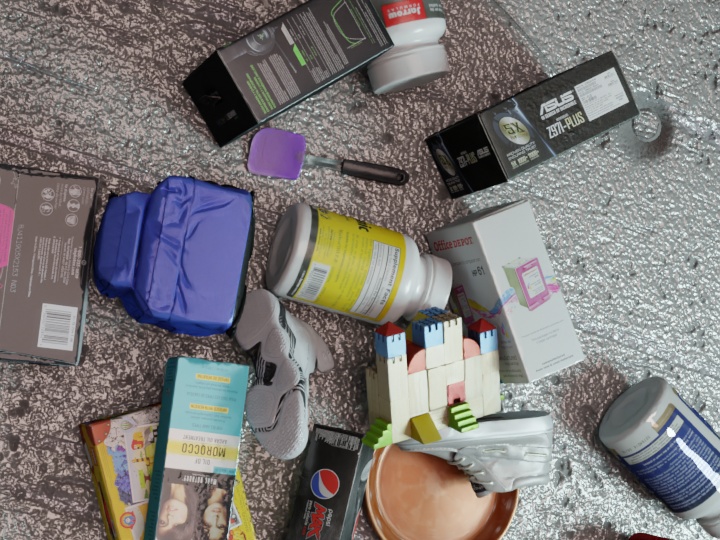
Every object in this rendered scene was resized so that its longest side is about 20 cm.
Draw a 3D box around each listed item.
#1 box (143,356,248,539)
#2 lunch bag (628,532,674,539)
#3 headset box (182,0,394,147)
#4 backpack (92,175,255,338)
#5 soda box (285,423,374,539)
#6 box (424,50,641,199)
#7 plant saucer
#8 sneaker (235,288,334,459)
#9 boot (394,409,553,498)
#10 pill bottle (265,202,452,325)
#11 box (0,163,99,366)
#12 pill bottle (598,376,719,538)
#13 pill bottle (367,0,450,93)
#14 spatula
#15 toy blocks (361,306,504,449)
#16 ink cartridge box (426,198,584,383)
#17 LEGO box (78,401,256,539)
[{"bbox_3d":[-0.174,0.196,1.505,0.082,0.049,0.201,9,81,-20],"label":"box"},{"bbox_3d":[0.415,0.403,1.714,0.200,0.176,0.082,38,74,-13],"label":"lunch bag"},{"bbox_3d":[-0.090,-0.228,1.590,0.200,0.174,0.093,-33,97,-18],"label":"headset box"},{"bbox_3d":[-0.200,-0.019,1.520,0.167,0.200,0.163,15,82,-8],"label":"backpack"},{"bbox_3d":[-0.040,0.280,1.608,0.063,0.071,0.201,12,80,16],"label":"soda box"},{"bbox_3d":[0.204,-0.173,1.696,0.199,0.164,0.086,-27,94,-19],"label":"box"},{"bbox_3d":[0.094,0.254,1.689,0.199,0.032,0.202,2,84,-20],"label":"plant saucer"},{"bbox_3d":[-0.075,0.123,1.578,0.115,0.075,0.201,31,37,-52],"label":"sneaker"},{"bbox_3d":[0.133,0.220,1.653,0.199,0.074,0.096,-3,94,-13],"label":"boot"},{"bbox_3d":[0.000,0.000,1.635,0.199,0.111,0.112,17,80,-18],"label":"pill bottle"},{"bbox_3d":[-0.358,-0.002,1.505,0.131,0.115,0.201,8,84,-20],"label":"box"},{"bbox_3d":[0.400,0.236,1.758,0.200,0.111,0.111,45,73,-11],"label":"pill bottle"},{"bbox_3d":[0.037,-0.319,1.674,0.113,0.114,0.201,-14,90,-20],"label":"pill bottle"},{"bbox_3d":[-0.034,-0.127,1.680,0.199,0.021,0.057,9,95,-21],"label":"spatula"},{"bbox_3d":[0.082,0.107,1.604,0.199,0.100,0.137,-13,108,-29],"label":"toy blocks"},{"bbox_3d":[0.168,0.027,1.674,0.084,0.144,0.201,-20,92,-20],"label":"ink cartridge box"},{"bbox_3d":[-0.209,0.245,1.556,0.148,0.077,0.201,-15,90,-21],"label":"LEGO box"}]
